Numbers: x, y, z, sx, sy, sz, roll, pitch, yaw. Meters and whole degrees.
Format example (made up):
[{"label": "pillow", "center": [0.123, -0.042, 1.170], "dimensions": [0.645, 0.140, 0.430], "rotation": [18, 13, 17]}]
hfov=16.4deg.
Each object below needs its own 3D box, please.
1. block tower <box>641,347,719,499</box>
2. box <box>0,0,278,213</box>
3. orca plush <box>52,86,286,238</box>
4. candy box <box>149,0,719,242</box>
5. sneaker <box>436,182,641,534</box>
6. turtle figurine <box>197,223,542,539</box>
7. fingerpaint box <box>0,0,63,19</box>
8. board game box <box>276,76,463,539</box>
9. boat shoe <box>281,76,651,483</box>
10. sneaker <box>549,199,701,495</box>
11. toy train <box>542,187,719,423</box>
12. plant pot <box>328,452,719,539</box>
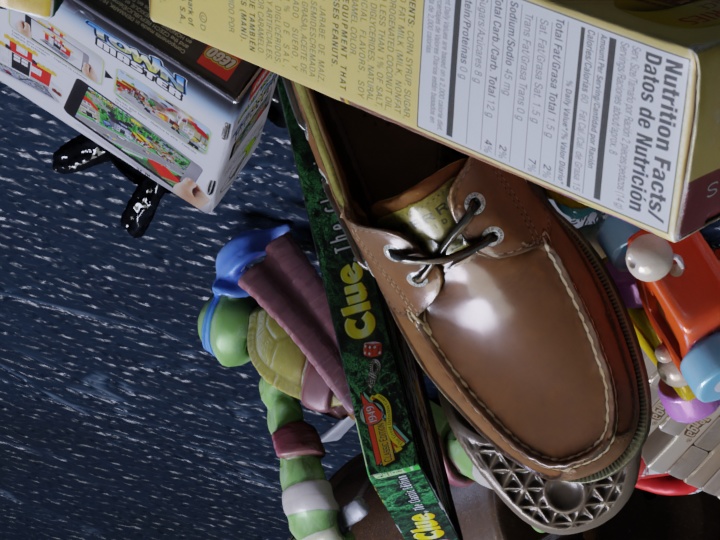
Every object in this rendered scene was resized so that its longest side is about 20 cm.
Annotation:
[{"label": "block tower", "center": [0.114, 0.040, 0.987], "dimensions": [0.199, 0.058, 0.054], "rotation": [23, 120, -34]}, {"label": "box", "center": [-0.119, -0.101, 0.815], "dimensions": [0.199, 0.035, 0.110], "rotation": [33, 161, 2]}, {"label": "orca plush", "center": [-0.094, -0.050, 1.002], "dimensions": [0.105, 0.071, 0.200], "rotation": [25, 165, -19]}, {"label": "candy box", "center": [0.048, -0.080, 0.703], "dimensions": [0.199, 0.057, 0.116], "rotation": [26, -145, 36]}, {"label": "sneaker", "center": [0.050, -0.007, 0.887], "dimensions": [0.070, 0.201, 0.076], "rotation": [-23, 180, 13]}, {"label": "turtle figurine", "center": [0.021, 0.076, 1.175], "dimensions": [0.193, 0.201, 0.144], "rotation": [10, -162, 29]}, {"label": "fingerpaint box", "center": [-0.150, -0.172, 0.609], "dimensions": [0.199, 0.168, 0.073], "rotation": [13, -156, 1]}, {"label": "board game box", "center": [0.000, 0.000, 0.930], "dimensions": [0.023, 0.201, 0.105], "rotation": [-17, 154, 7]}, {"label": "boat shoe", "center": [0.024, -0.017, 0.811], "dimensions": [0.072, 0.201, 0.068], "rotation": [-34, 171, 13]}, {"label": "sneaker", "center": [0.093, 0.025, 1.050], "dimensions": [0.067, 0.109, 0.201], "rotation": [-6, 152, 42]}, {"label": "toy train", "center": [0.098, -0.029, 0.872], "dimensions": [0.055, 0.201, 0.150], "rotation": [-29, 147, -1]}, {"label": "plant pot", "center": [0.092, 0.150, 1.291], "dimensions": [0.199, 0.201, 0.198], "rotation": [20, 150, -17]}]
